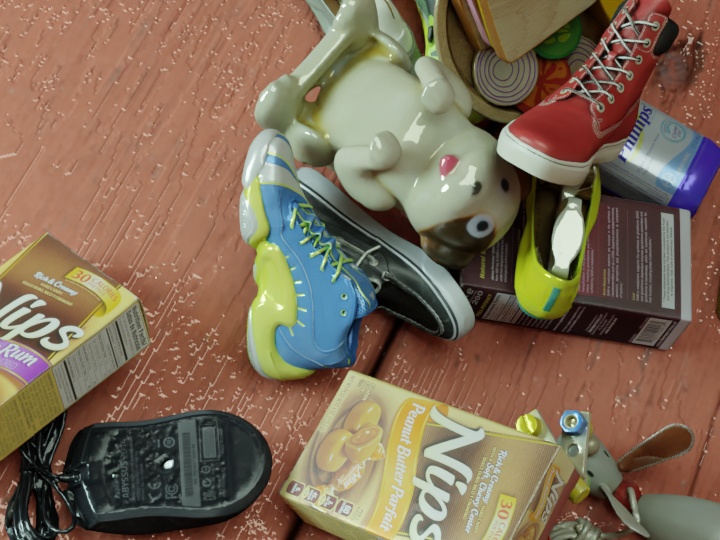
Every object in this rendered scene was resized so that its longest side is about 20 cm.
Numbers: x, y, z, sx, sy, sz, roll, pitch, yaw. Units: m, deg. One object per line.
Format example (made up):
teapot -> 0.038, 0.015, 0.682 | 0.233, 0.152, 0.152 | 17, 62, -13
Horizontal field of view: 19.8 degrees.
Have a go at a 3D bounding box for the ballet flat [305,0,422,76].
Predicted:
ballet flat -> -0.005, -0.227, 1.779 | 0.067, 0.064, 0.200 | -31, 76, -25

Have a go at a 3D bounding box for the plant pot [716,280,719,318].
plant pot -> 0.433, -0.057, 1.739 | 0.199, 0.177, 0.201 | 14, 62, -7

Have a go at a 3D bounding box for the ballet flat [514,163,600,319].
ballet flat -> 0.165, -0.055, 1.667 | 0.066, 0.067, 0.201 | 14, 59, -6

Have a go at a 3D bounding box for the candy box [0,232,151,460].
candy box -> -0.271, 0.068, 1.557 | 0.116, 0.057, 0.200 | 32, 57, 33

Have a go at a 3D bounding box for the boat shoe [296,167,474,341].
boat shoe -> 0.000, -0.002, 1.666 | 0.199, 0.074, 0.068 | 42, 59, 8

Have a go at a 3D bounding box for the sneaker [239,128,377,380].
sneaker -> -0.036, -0.012, 1.611 | 0.104, 0.202, 0.076 | 2, 19, 13

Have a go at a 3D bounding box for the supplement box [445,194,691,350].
supplement box -> 0.173, -0.007, 1.718 | 0.198, 0.061, 0.110 | 10, 61, -9

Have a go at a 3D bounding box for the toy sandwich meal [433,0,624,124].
toy sandwich meal -> 0.146, -0.211, 1.659 | 0.204, 0.070, 0.207 | -9, 110, -27

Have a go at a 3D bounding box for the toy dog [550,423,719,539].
toy dog -> 0.246, 0.190, 1.622 | 0.199, 0.096, 0.133 | 16, 62, -5

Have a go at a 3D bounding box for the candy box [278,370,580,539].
candy box -> 0.051, 0.161, 1.549 | 0.199, 0.055, 0.116 | 17, 68, 35

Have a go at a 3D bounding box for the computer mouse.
computer mouse -> -0.166, 0.152, 1.572 | 0.198, 0.053, 0.139 | 0, 63, -2

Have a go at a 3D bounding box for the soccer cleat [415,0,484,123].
soccer cleat -> 0.082, -0.221, 1.795 | 0.064, 0.084, 0.201 | -23, 75, 22

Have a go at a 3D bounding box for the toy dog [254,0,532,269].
toy dog -> 0.036, -0.089, 1.642 | 0.200, 0.194, 0.140 | 38, 70, 22

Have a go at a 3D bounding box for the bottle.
bottle -> 0.210, -0.117, 1.777 | 0.199, 0.065, 0.084 | 31, 63, 2

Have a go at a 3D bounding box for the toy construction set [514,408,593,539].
toy construction set -> 0.138, 0.210, 1.570 | 0.130, 0.092, 0.201 | -24, 53, 16

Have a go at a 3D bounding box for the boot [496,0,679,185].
boot -> 0.181, -0.148, 1.593 | 0.072, 0.145, 0.200 | 33, 26, 15
